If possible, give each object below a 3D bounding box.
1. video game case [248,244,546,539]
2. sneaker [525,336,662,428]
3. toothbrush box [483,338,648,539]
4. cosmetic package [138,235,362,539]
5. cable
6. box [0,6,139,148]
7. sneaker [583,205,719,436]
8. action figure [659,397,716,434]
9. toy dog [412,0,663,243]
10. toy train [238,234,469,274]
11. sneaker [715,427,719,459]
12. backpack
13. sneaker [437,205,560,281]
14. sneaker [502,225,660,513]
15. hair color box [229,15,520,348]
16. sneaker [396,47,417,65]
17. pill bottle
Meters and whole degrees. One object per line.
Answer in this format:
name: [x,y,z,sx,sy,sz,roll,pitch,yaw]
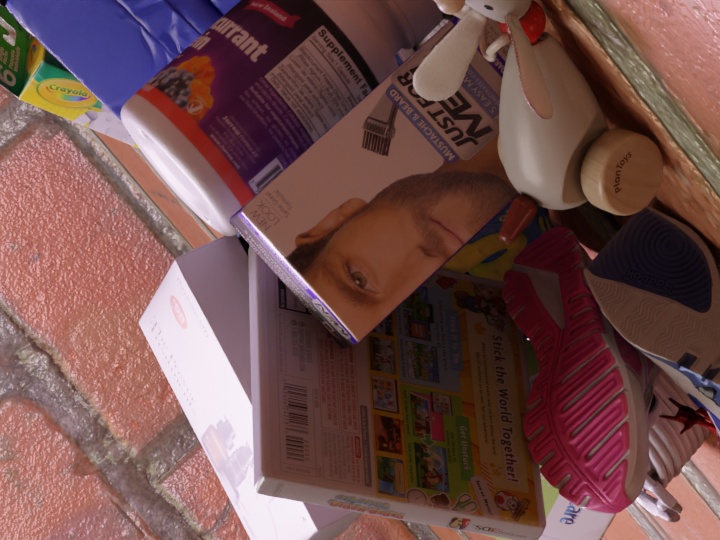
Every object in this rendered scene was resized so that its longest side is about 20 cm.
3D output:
video game case: [0.020,0.070,1.646,0.200,0.182,0.023,-94,22,-43]
sneaker: [0.109,0.064,1.868,0.200,0.071,0.099,-2,119,32]
toothbrush box: [0.079,0.108,1.769,0.199,0.086,0.146,15,151,0]
cosmetic package: [-0.071,0.091,1.760,0.200,0.052,0.151,62,158,9]
cable: [0.172,0.077,1.983,0.200,0.069,0.200,39,167,46]
box: [-0.173,-0.150,1.942,0.200,0.048,0.118,20,-138,-22]
sneaker: [0.221,0.061,1.625,0.199,0.081,0.115,42,168,22]
action figure: [0.239,0.090,1.789,0.200,0.052,0.065,46,167,-5]
toy dog: [0.084,-0.094,1.522,0.200,0.096,0.132,49,160,-17]
toy train: [0.000,0.000,1.823,0.199,0.115,0.087,18,153,-7]
sneaker: [0.290,0.139,1.688,0.200,0.075,0.081,57,160,36]
backpack: [-0.121,-0.205,1.865,0.163,0.168,0.200,49,-155,-5]
sneaker: [0.109,-0.041,1.783,0.076,0.105,0.200,47,-158,22]
sneaker: [0.154,0.067,1.660,0.088,0.081,0.200,28,-138,-36]
hair color box: [0.030,-0.059,1.624,0.109,0.200,0.065,48,170,-3]
sneaker: [0.008,-0.117,1.848,0.200,0.089,0.079,42,169,32]
pill bottle: [-0.046,-0.126,1.704,0.111,0.200,0.111,46,171,10]
